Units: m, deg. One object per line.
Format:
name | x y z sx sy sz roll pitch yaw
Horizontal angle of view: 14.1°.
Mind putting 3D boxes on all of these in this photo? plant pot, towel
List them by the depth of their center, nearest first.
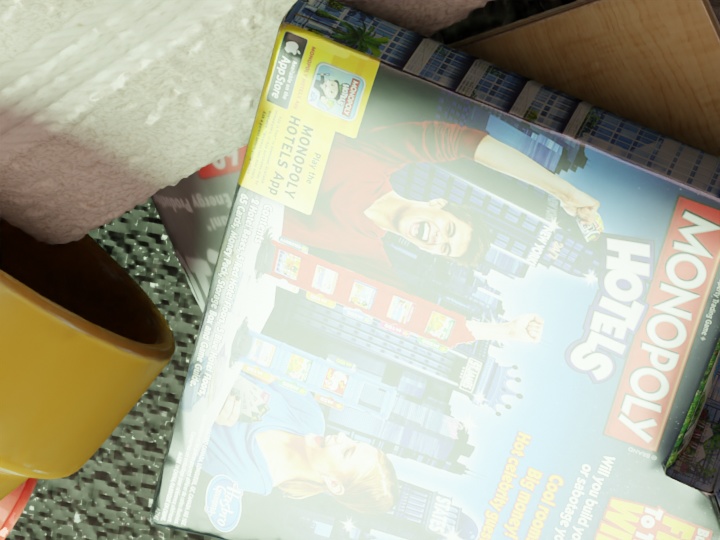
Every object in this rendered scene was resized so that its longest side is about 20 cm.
towel | -0.063 -0.078 0.865 0.199 0.035 0.132 -30 139 26
plant pot | -0.193 0.037 0.957 0.200 0.200 0.184 37 95 -11

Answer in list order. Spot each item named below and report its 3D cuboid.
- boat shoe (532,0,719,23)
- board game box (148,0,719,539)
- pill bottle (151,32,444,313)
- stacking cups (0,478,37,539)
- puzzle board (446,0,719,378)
boat shoe | 0.154 -0.082 0.992 0.201 0.060 0.072 14 113 -2
board game box | 0.053 0.028 0.884 0.199 0.062 0.201 22 128 5
pill bottle | 0.000 0.000 1.006 0.113 0.114 0.201 -19 110 11
stacking cups | -0.214 0.042 1.068 0.200 0.061 0.061 34 110 -12
puzzle board | 0.077 0.013 0.919 0.150 0.017 0.201 -17 111 28
